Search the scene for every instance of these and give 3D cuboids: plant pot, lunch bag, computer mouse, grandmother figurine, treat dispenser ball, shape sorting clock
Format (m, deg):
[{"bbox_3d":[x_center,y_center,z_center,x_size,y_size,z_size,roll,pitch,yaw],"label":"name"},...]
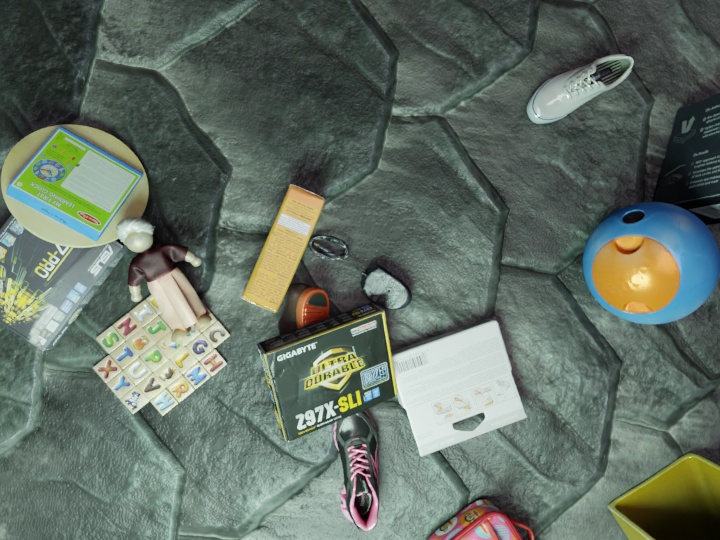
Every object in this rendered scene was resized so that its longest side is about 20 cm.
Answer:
[{"bbox_3d":[0.590,0.474,0.923,0.195,0.194,0.200,-28,98,-7],"label":"plant pot"},{"bbox_3d":[0.225,0.501,0.928,0.176,0.082,0.200,-33,95,-11],"label":"lunch bag"},{"bbox_3d":[0.000,0.000,0.927,0.200,0.034,0.059,35,102,-1],"label":"computer mouse"},{"bbox_3d":[-0.306,0.005,0.846,0.121,0.061,0.200,-33,107,-15],"label":"grandmother figurine"},{"bbox_3d":[0.474,-0.012,0.900,0.201,0.201,0.201,0,90,-8],"label":"treat dispenser ball"},{"bbox_3d":[-0.431,-0.130,0.836,0.200,0.039,0.200,11,66,-26],"label":"shape sorting clock"}]

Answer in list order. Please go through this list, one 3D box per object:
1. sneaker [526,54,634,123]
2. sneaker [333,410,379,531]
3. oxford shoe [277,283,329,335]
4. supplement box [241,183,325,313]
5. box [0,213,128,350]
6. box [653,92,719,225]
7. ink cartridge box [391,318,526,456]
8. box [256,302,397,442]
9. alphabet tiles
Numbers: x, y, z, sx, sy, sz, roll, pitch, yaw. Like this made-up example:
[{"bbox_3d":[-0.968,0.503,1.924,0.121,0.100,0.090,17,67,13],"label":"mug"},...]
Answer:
[{"bbox_3d":[0.384,-0.326,0.956,0.200,0.071,0.073,-33,94,-7],"label":"sneaker"},{"bbox_3d":[0.001,0.325,0.889,0.079,0.095,0.200,-7,89,-6],"label":"sneaker"},{"bbox_3d":[-0.099,0.118,0.900,0.071,0.072,0.200,0,105,-45],"label":"oxford shoe"},{"bbox_3d":[-0.125,-0.034,0.889,0.069,0.067,0.200,22,86,-7],"label":"supplement box"},{"bbox_3d":[-0.491,-0.003,0.848,0.161,0.049,0.200,36,83,-8],"label":"box"},{"bbox_3d":[0.629,-0.193,0.924,0.117,0.197,0.200,16,87,-8],"label":"box"},{"bbox_3d":[0.162,0.197,0.935,0.200,0.045,0.176,-18,91,-7],"label":"ink cartridge box"},{"bbox_3d":[-0.047,0.158,0.862,0.200,0.049,0.160,-17,113,-21],"label":"box"},{"bbox_3d":[-0.323,0.131,0.890,0.200,0.006,0.166,-39,94,-6],"label":"alphabet tiles"}]
